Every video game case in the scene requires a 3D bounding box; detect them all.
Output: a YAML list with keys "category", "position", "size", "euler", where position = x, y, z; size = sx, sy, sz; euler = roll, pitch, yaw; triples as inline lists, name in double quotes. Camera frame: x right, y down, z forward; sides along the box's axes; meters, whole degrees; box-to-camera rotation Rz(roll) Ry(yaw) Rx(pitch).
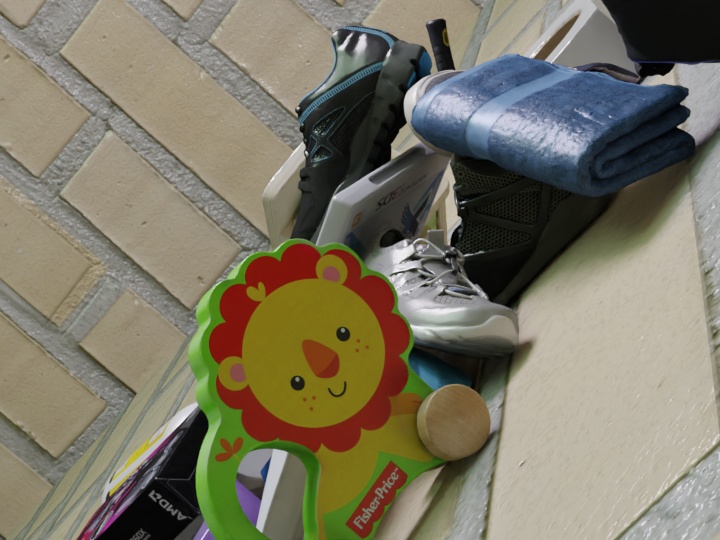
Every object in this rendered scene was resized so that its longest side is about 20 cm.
- category: "video game case"
  position: [0.000, 0.000, 1.439]
  size: [0.182, 0.022, 0.201]
  euler: [-36, -28, -54]

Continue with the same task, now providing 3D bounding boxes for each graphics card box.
- category: "graphics card box"
  position: [-0.181, 0.203, 1.503]
  size: [0.200, 0.051, 0.126]
  euler: [-44, 8, 34]

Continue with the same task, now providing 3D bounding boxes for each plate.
- category: "plate"
  position: [-0.041, 0.119, 1.290]
  size: [0.200, 0.032, 0.201]
  euler: [-81, 7, -52]

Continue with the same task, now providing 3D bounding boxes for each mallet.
- category: "mallet"
  position: [0.077, -0.097, 1.426]
  size: [0.041, 0.201, 0.066]
  euler: [-12, 10, 32]

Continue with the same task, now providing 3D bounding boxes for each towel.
- category: "towel"
  position: [0.129, -0.106, 1.253]
  size: [0.111, 0.049, 0.200]
  euler: [-26, 29, -27]

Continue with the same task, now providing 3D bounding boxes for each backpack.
- category: "backpack"
  position: [0.258, -0.229, 1.165]
  size: [0.200, 0.135, 0.182]
  euler: [-44, 24, -17]

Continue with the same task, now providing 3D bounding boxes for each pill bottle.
- category: "pill bottle"
  position: [-0.146, 0.187, 1.634]
  size: [0.200, 0.112, 0.113]
  euler: [-41, 11, 47]

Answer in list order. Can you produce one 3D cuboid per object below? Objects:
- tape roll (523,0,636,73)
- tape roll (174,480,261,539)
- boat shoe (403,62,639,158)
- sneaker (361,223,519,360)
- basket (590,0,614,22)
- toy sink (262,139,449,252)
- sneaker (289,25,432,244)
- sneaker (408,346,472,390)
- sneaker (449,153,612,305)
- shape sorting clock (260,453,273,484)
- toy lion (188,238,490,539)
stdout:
- category: "tape roll"
  position: [0.187, -0.172, 1.631]
  size: [0.203, 0.071, 0.202]
  euler: [-48, 8, 9]
- category: "tape roll"
  position: [-0.141, 0.259, 1.418]
  size: [0.200, 0.066, 0.200]
  euler: [-48, 8, 9]
- category: "boat shoe"
  position: [0.132, -0.132, 1.395]
  size: [0.199, 0.075, 0.093]
  euler: [-2, -18, -42]
- category: "sneaker"
  position: [0.046, 0.011, 1.283]
  size: [0.200, 0.074, 0.082]
  euler: [19, 95, 58]
- category: "basket"
  position: [0.259, -0.328, 1.498]
  size: [0.200, 0.198, 0.161]
  euler: [-44, 6, 38]
- category: "toy sink"
  position: [0.003, -0.035, 1.612]
  size: [0.131, 0.112, 0.200]
  euler: [-52, -22, -24]
- category: "sneaker"
  position: [-0.016, -0.094, 1.420]
  size: [0.201, 0.082, 0.073]
  euler: [-65, -18, 4]
- category: "sneaker"
  position: [0.024, 0.093, 1.288]
  size: [0.200, 0.076, 0.081]
  euler: [-154, 89, -84]
- category: "sneaker"
  position: [0.089, -0.034, 1.355]
  size: [0.200, 0.114, 0.076]
  euler: [-48, 5, 27]
- category: "shape sorting clock"
  position: [-0.016, 0.116, 1.497]
  size: [0.200, 0.039, 0.200]
  euler: [-49, -3, -4]
- category: "toy lion"
  position: [-0.032, 0.089, 1.120]
  size: [0.200, 0.192, 0.069]
  euler: [-53, 8, -25]
